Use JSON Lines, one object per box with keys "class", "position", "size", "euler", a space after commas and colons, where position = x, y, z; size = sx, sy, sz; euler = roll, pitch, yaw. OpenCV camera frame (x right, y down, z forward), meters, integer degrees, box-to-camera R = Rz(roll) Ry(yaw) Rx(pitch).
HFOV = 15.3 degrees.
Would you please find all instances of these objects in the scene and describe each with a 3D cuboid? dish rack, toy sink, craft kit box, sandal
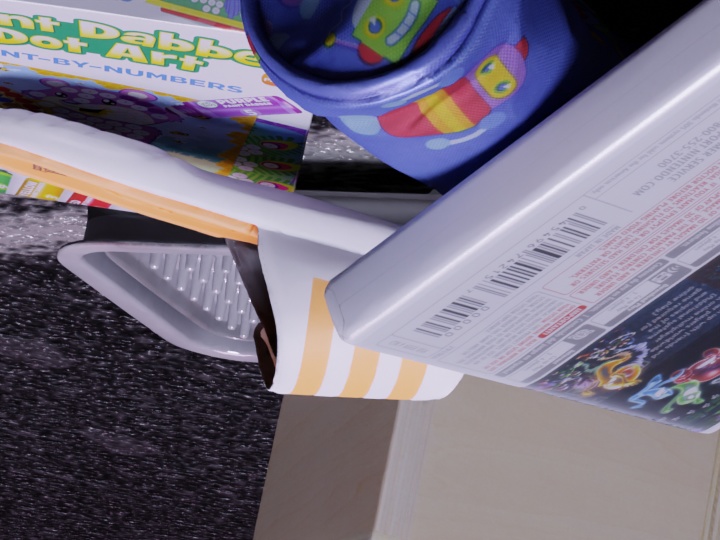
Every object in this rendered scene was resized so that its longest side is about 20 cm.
{"class": "dish rack", "position": [0.000, 0.000, 1.032], "size": [0.199, 0.044, 0.172], "euler": [2, 165, 18]}
{"class": "toy sink", "position": [0.077, 0.091, 1.037], "size": [0.199, 0.112, 0.130], "euler": [18, 163, -18]}
{"class": "craft kit box", "position": [-0.110, -0.069, 0.830], "size": [0.199, 0.049, 0.198], "euler": [8, 162, -3]}
{"class": "sandal", "position": [-0.030, 0.005, 0.823], "size": [0.206, 0.059, 0.079], "euler": [17, 177, -3]}

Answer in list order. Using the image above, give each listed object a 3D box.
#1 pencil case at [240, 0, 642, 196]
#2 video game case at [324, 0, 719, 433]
{"class": "pencil case", "position": [0.036, -0.056, 0.741], "size": [0.078, 0.087, 0.200], "euler": [-41, 151, 9]}
{"class": "video game case", "position": [0.118, -0.024, 0.733], "size": [0.200, 0.023, 0.182], "euler": [-37, 148, 28]}
